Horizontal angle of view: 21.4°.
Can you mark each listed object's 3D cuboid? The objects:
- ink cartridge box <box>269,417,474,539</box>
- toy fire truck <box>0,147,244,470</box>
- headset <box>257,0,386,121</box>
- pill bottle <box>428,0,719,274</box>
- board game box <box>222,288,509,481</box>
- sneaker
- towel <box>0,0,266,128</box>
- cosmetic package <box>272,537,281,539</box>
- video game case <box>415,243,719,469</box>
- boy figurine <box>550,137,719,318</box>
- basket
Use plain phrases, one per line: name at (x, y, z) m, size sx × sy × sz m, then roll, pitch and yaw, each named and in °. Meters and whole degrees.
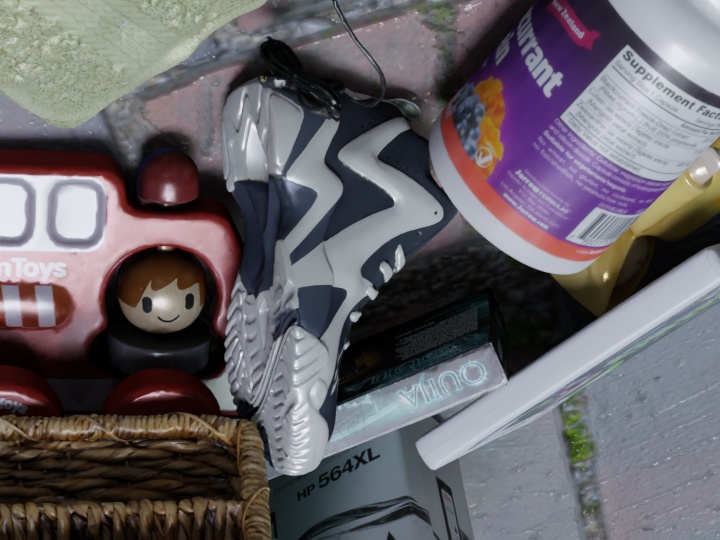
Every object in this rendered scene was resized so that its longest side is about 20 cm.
ink cartridge box at (-0.009, 0.183, 1.130) m, size 0.146 × 0.201 × 0.084 m, roll -32°, pitch 129°, yaw 18°
toy fire truck at (-0.143, 0.017, 0.989) m, size 0.199 × 0.112 × 0.169 m, roll 1°, pitch 116°, yaw -11°
headset at (0.007, -0.165, 0.856) m, size 0.123 × 0.094 × 0.201 m, roll 1°, pitch 116°, yaw -37°
pill bottle at (0.133, -0.101, 0.933) m, size 0.111 × 0.112 × 0.200 m, roll 19°, pitch 127°, yaw -33°
board game box at (-0.013, 0.072, 1.070) m, size 0.199 × 0.135 × 0.028 m, roll -23°, pitch 100°, yaw 8°
sneaker at (0.000, 0.000, 0.976) m, size 0.129 × 0.201 × 0.079 m, roll -3°, pitch 175°, yaw -31°
towel at (-0.146, -0.148, 0.855) m, size 0.148 × 0.037 × 0.200 m, roll -35°, pitch 135°, yaw 19°
cosmetic package at (-0.099, 0.232, 1.020) m, size 0.150 × 0.052 × 0.201 m, roll 17°, pitch 106°, yaw 5°
video game case at (0.143, 0.042, 1.083) m, size 0.200 × 0.023 × 0.182 m, roll -36°, pitch 171°, yaw 21°
boy figurine at (0.185, -0.048, 1.023) m, size 0.200 × 0.065 × 0.124 m, roll -35°, pitch 169°, yaw 14°
basket at (-0.141, 0.152, 0.891) m, size 0.199 × 0.143 × 0.150 m, roll 2°, pitch 98°, yaw -6°
